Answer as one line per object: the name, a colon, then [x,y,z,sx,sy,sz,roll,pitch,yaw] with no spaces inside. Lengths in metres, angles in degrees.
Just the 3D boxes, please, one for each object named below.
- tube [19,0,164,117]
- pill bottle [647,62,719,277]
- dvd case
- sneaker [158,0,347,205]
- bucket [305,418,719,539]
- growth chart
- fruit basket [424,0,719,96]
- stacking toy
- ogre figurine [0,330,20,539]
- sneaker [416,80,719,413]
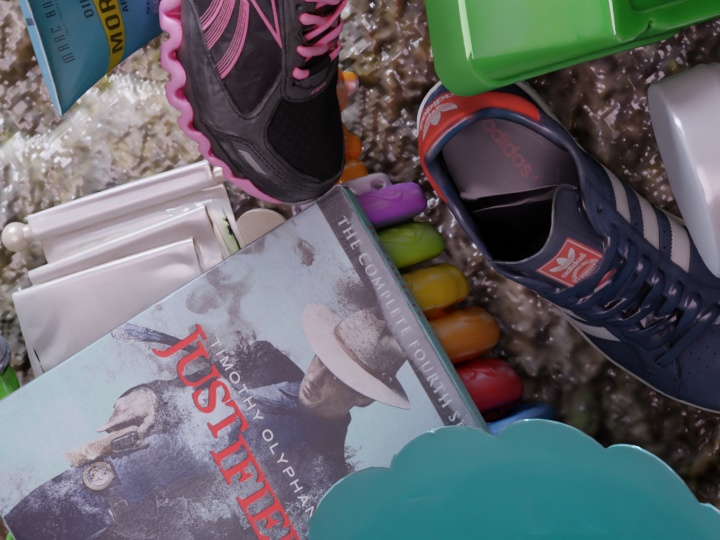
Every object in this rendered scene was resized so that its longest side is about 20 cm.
tube: [-0.104,-0.117,1.154,0.050,0.200,0.078,-20,98,17]
pill bottle: [0.222,-0.070,1.135,0.199,0.113,0.113,-19,101,-1]
dvd case: [-0.054,0.077,1.180,0.200,0.022,0.146,-31,82,10]
sneaker: [-0.032,-0.120,1.136,0.095,0.079,0.201,-1,114,34]
bucket: [0.066,0.170,1.084,0.206,0.135,0.208,-6,63,12]
growth chart: [-0.086,0.051,1.290,0.144,0.018,0.201,-8,103,11]
fruit basket: [0.054,-0.179,1.165,0.215,0.155,0.216,27,126,46]
stacking toy: [0.000,0.000,1.229,0.116,0.110,0.201,-18,89,13]
ogre figurine: [-0.207,0.079,1.272,0.200,0.098,0.120,5,104,54]
sneaker: [0.099,-0.004,1.209,0.200,0.085,0.075,39,107,-2]
